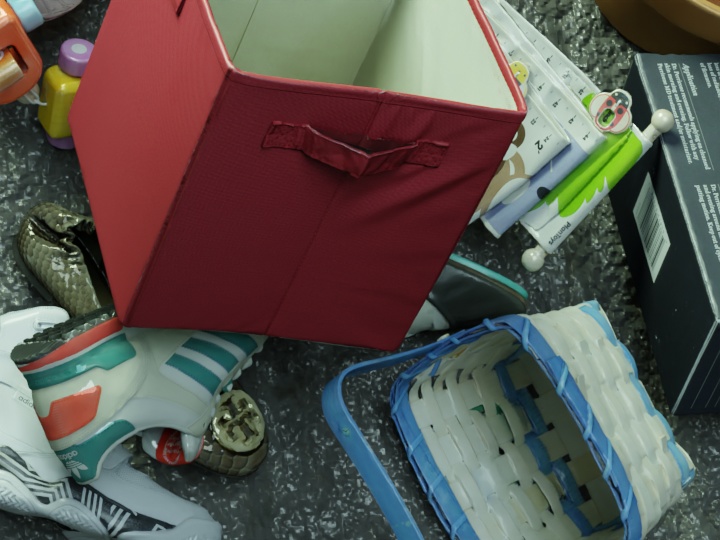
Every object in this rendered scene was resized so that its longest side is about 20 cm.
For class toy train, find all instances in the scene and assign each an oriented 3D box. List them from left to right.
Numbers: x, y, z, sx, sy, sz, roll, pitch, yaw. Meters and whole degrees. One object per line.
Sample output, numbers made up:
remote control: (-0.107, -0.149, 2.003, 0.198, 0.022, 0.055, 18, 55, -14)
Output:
toy train: (-0.141, -0.132, 1.323, 0.199, 0.151, 0.056, -30, 56, -9)

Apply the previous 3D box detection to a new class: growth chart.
growth chart: (0.066, -0.094, 1.370, 0.200, 0.018, 0.145, 38, 103, 4)

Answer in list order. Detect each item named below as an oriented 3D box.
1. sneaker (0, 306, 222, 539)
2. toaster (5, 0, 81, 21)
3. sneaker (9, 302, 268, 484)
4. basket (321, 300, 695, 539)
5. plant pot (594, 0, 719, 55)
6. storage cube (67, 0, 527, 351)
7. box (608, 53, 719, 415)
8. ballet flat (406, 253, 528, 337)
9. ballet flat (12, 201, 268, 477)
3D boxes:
sneaker: (-0.162, 0.089, 1.300, 0.198, 0.075, 0.116, 18, 72, -5)
toaster: (-0.196, -0.238, 1.352, 0.129, 0.114, 0.201, 24, 64, 24)
sneaker: (-0.099, 0.056, 1.282, 0.199, 0.070, 0.094, -21, 96, -42)
basket: (0.084, 0.115, 1.309, 0.199, 0.139, 0.177, -17, 76, -49)
plant pot: (0.225, -0.219, 1.456, 0.198, 0.140, 0.202, 4, 72, -13)
storage cube: (-0.042, -0.082, 1.236, 0.170, 0.180, 0.201, 6, 43, -26)
box: (0.260, -0.026, 1.394, 0.181, 0.104, 0.201, -3, 55, -12)
ballet flat: (0.000, 0.000, 1.379, 0.199, 0.068, 0.069, 27, 79, 6)
ballet flat: (-0.123, 0.036, 1.333, 0.200, 0.046, 0.067, 48, 39, 5)
